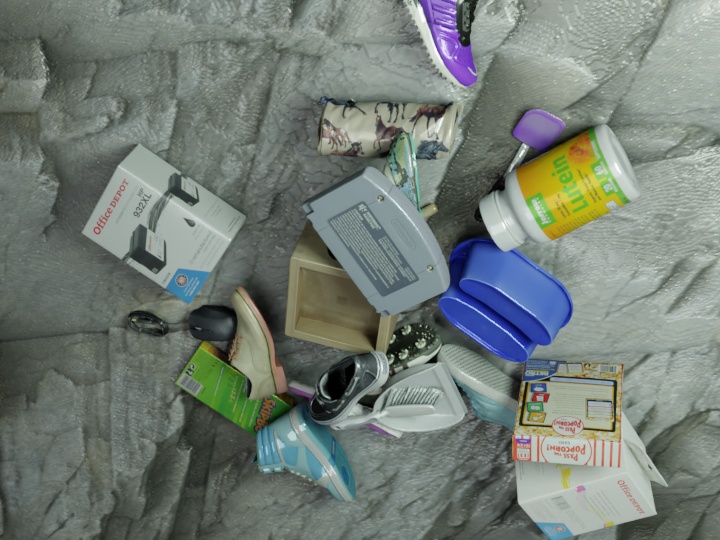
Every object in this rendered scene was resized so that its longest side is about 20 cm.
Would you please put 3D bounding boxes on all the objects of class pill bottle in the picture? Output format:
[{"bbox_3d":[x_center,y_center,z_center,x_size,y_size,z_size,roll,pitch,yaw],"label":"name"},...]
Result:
[{"bbox_3d":[0.265,-0.105,1.560,0.199,0.111,0.111,-27,109,21],"label":"pill bottle"}]

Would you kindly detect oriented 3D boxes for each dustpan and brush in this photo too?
[{"bbox_3d":[0.049,0.210,1.756,0.199,0.057,0.140,-8,135,21],"label":"dustpan and brush"}]

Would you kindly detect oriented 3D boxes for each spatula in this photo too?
[{"bbox_3d":[0.212,-0.143,1.612,0.056,0.021,0.201,28,122,-7],"label":"spatula"}]

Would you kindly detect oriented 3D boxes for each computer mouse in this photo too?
[{"bbox_3d":[-0.285,0.089,1.856,0.198,0.034,0.059,-1,119,15],"label":"computer mouse"}]

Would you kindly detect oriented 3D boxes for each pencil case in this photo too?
[{"bbox_3d":[0.041,-0.198,1.588,0.198,0.090,0.078,3,155,8],"label":"pencil case"}]

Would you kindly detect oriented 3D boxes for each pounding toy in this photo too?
[{"bbox_3d":[0.000,0.000,1.695,0.183,0.143,0.201,13,131,7],"label":"pounding toy"}]

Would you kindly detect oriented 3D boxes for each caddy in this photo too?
[{"bbox_3d":[0.210,0.037,1.666,0.199,0.105,0.141,36,144,-7],"label":"caddy"}]

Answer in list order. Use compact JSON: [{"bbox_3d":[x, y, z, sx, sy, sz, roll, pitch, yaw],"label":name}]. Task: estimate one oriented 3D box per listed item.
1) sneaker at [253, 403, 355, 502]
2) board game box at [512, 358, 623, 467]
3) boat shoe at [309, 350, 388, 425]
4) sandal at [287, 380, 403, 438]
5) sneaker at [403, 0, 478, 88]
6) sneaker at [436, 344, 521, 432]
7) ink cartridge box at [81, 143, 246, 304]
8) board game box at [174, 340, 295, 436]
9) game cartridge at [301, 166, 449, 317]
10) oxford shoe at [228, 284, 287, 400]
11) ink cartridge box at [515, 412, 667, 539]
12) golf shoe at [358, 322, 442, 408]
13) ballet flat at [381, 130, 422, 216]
[{"bbox_3d":[-0.099,0.317,1.896,0.130,0.080,0.201,-24,113,15],"label":"sneaker"},{"bbox_3d":[0.304,0.202,1.674,0.150,0.200,0.047,3,119,13],"label":"board game box"},{"bbox_3d":[-0.036,0.176,1.710,0.067,0.072,0.200,1,155,-34],"label":"boat shoe"},{"bbox_3d":[-0.031,0.227,1.826,0.201,0.082,0.050,22,80,14],"label":"sandal"},{"bbox_3d":[0.122,-0.336,1.501,0.099,0.070,0.201,-22,111,21],"label":"sneaker"},{"bbox_3d":[0.187,0.192,1.765,0.199,0.074,0.082,34,118,-11],"label":"sneaker"},{"bbox_3d":[-0.297,-0.069,1.743,0.199,0.084,0.145,34,121,-6],"label":"ink cartridge box"},{"bbox_3d":[-0.200,0.206,1.903,0.199,0.030,0.096,36,121,-4],"label":"board game box"},{"bbox_3d":[0.028,-0.038,1.546,0.133,0.042,0.200,-27,109,27],"label":"game cartridge"},{"bbox_3d":[-0.174,0.119,1.810,0.073,0.071,0.201,-22,114,-10],"label":"oxford shoe"},{"bbox_3d":[0.349,0.305,1.745,0.199,0.126,0.129,-20,132,22],"label":"ink cartridge box"},{"bbox_3d":[0.062,0.150,1.790,0.088,0.077,0.200,39,128,-24],"label":"golf shoe"},{"bbox_3d":[0.052,-0.089,1.557,0.074,0.074,0.201,-3,118,16],"label":"ballet flat"}]
